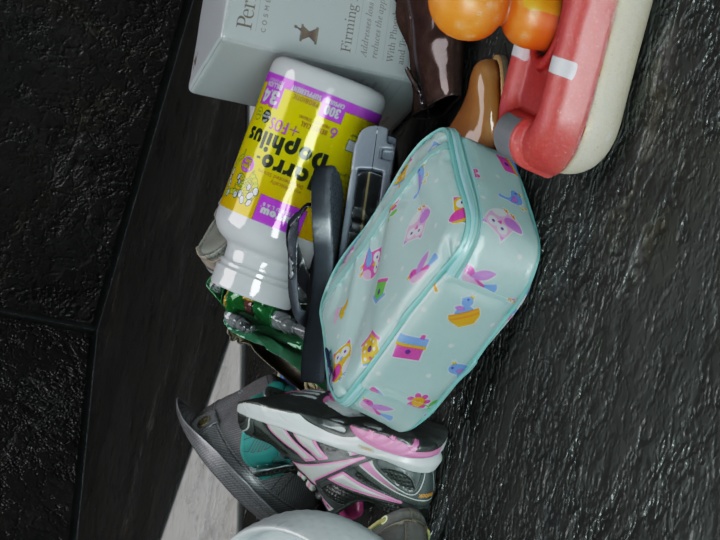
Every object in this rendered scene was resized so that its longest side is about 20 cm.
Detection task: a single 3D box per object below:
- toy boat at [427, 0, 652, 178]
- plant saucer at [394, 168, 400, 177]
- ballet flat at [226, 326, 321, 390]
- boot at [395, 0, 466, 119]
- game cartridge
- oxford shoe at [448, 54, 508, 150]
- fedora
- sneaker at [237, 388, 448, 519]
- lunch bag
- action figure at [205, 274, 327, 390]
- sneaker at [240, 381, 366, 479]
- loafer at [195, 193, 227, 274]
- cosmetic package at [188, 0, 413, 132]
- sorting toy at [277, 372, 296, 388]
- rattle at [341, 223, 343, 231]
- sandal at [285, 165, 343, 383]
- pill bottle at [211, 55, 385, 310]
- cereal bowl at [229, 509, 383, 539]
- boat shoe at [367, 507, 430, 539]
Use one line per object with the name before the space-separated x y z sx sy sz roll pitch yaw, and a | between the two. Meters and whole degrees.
toy boat | 0.107 -0.166 1.306 0.131 0.130 0.201 -134 56 -75
plant saucer | 0.030 0.015 1.728 0.200 0.032 0.201 -168 90 -79
ballet flat | -0.067 0.077 1.854 0.200 0.046 0.068 40 142 49
boot | 0.080 -0.225 1.694 0.200 0.072 0.167 142 126 -70
game cartridge | 0.000 0.000 1.653 0.133 0.040 0.201 83 -166 -69
oxford shoe | 0.065 -0.072 1.554 0.071 0.071 0.201 -101 26 -65
fedora | -0.079 0.154 1.869 0.090 0.177 0.200 -46 14 6
sneaker | -0.022 0.148 1.583 0.200 0.080 0.087 14 104 47
lunch bag | 0.042 0.006 1.477 0.200 0.077 0.161 -53 29 29
action figure | -0.076 0.029 1.822 0.200 0.055 0.119 13 77 53
sneaker | -0.037 0.139 1.691 0.200 0.120 0.084 180 98 -77
loafer | -0.080 -0.086 1.818 0.200 0.063 0.072 -46 38 -1
cosmetic package | -0.036 -0.239 1.865 0.166 0.199 0.168 141 138 -71
sorting toy | -0.057 0.098 2.034 0.200 0.036 0.186 -112 35 -68
rattle | -0.013 0.007 1.909 0.130 0.143 0.201 -14 104 39
sandal | -0.041 0.009 1.608 0.076 0.043 0.201 -81 -3 -53
pill bottle | -0.058 -0.072 1.738 0.104 0.104 0.201 -146 76 -77
cereal bowl | -0.011 0.254 1.432 0.200 0.083 0.201 23 125 38
boat shoe | 0.003 0.249 1.544 0.201 0.071 0.061 127 153 -46
